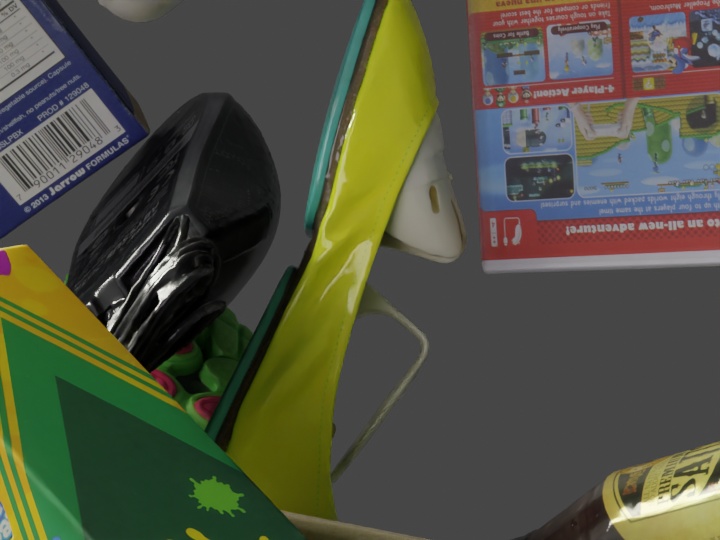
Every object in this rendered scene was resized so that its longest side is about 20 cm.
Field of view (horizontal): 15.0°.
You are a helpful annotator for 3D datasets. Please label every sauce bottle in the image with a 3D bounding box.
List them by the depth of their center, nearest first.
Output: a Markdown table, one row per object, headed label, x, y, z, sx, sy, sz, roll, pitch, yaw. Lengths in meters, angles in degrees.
| label | x | y | z | sx | sy | sz | roll | pitch | yaw |
| --- | --- | --- | --- | --- | --- | --- | --- | --- | --- |
| sauce bottle | 0.111 | 0.092 | 0.911 | 0.199 | 0.066 | 0.066 | -19 | 83 | 31 |

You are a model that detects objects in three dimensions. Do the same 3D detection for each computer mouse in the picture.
| label | x | y | z | sx | sy | sz | roll | pitch | yaw |
| --- | --- | --- | --- | --- | --- | --- | --- | --- | --- |
| computer mouse | -0.071 | 0.007 | 0.975 | 0.053 | 0.200 | 0.138 | 39 | 118 | -14 |

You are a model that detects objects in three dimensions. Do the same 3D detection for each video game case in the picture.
| label | x | y | z | sx | sy | sz | roll | pitch | yaw |
| --- | --- | --- | --- | --- | --- | --- | --- | --- | --- |
| video game case | 0.099 | -0.102 | 0.933 | 0.142 | 0.017 | 0.202 | -2 | 92 | 34 |

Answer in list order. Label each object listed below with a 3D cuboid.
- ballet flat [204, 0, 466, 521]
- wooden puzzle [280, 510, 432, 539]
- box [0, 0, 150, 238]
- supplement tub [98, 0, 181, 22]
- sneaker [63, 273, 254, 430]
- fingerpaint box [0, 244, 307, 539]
| label | x | y | z | sx | sy | sz | roll | pitch | yaw |
| --- | --- | --- | --- | --- | --- | --- | --- | --- | --- |
| ballet flat | 0.000 | 0.000 | 0.978 | 0.067 | 0.067 | 0.201 | 20 | 88 | 0 |
| wooden puzzle | 0.006 | 0.177 | 0.865 | 0.199 | 0.046 | 0.187 | 12 | 105 | 11 |
| box | -0.182 | -0.091 | 1.010 | 0.121 | 0.200 | 0.032 | -34 | 36 | 5 |
| supplement tub | -0.098 | -0.201 | 0.947 | 0.200 | 0.144 | 0.144 | 45 | 118 | -5 |
| sneaker | -0.113 | 0.050 | 1.065 | 0.199 | 0.077 | 0.084 | 7 | 127 | 29 |
| fingerpaint box | -0.113 | 0.123 | 0.851 | 0.167 | 0.073 | 0.201 | 44 | 126 | 29 |
